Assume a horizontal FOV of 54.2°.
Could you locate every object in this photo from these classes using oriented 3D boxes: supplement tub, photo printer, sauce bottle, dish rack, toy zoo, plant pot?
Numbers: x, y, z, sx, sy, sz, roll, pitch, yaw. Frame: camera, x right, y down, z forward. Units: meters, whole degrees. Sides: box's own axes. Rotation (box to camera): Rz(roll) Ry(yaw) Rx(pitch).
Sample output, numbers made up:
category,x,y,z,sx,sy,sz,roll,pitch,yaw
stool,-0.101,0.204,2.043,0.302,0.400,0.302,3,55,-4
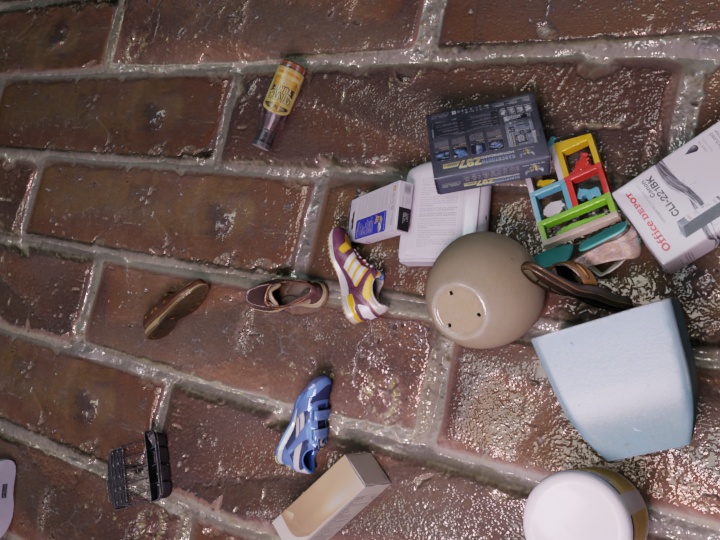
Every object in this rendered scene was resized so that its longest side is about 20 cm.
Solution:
category,x,y,z,sx,sy,sz,roll,pitch,yaw
supplement tub,0.329,0.357,1.008,0.145,0.200,0.146,-8,74,29
photo printer,0.157,-0.108,1.296,0.166,0.069,0.200,0,78,31
sauce bottle,-0.183,-0.364,1.564,0.066,0.066,0.200,21,91,33
dish rack,-0.506,0.452,1.572,0.200,0.055,0.154,-22,68,25
toy zoo,0.351,-0.148,1.199,0.131,0.020,0.200,-23,58,29
plant pot,0.188,0.048,1.160,0.200,0.134,0.200,10,111,27
plant pot,0.393,0.163,1.031,0.196,0.196,0.200,-20,79,25

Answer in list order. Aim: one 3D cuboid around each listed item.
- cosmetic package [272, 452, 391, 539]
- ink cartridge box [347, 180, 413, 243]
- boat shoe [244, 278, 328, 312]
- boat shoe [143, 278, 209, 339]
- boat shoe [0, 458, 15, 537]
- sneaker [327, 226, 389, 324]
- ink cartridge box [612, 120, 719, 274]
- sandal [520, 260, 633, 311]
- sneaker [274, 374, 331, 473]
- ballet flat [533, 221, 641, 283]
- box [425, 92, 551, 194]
category,x,y,z,sx,sy,sz,roll,pitch,yaw
cosmetic package,-0.052,0.422,1.279,0.200,0.105,0.071,-45,60,13
ink cartridge box,0.034,-0.107,1.360,0.200,0.037,0.095,-10,71,60
boat shoe,-0.166,0.047,1.452,0.200,0.072,0.072,-1,78,31
boat shoe,-0.427,0.077,1.601,0.200,0.072,0.068,-40,64,20
boat shoe,-0.922,0.581,1.788,0.057,0.069,0.200,-11,67,37
sneaker,0.000,0.000,1.371,0.090,0.075,0.200,-19,76,17
ink cartridge box,0.514,-0.110,1.075,0.200,0.084,0.144,-36,63,20
sandal,0.341,0.016,1.103,0.200,0.082,0.055,17,85,-10
sneaker,-0.091,0.297,1.352,0.082,0.074,0.200,25,100,31
ballet flat,0.362,-0.013,1.149,0.200,0.068,0.067,-23,109,45
box,0.222,-0.223,1.241,0.200,0.051,0.158,-11,55,10
